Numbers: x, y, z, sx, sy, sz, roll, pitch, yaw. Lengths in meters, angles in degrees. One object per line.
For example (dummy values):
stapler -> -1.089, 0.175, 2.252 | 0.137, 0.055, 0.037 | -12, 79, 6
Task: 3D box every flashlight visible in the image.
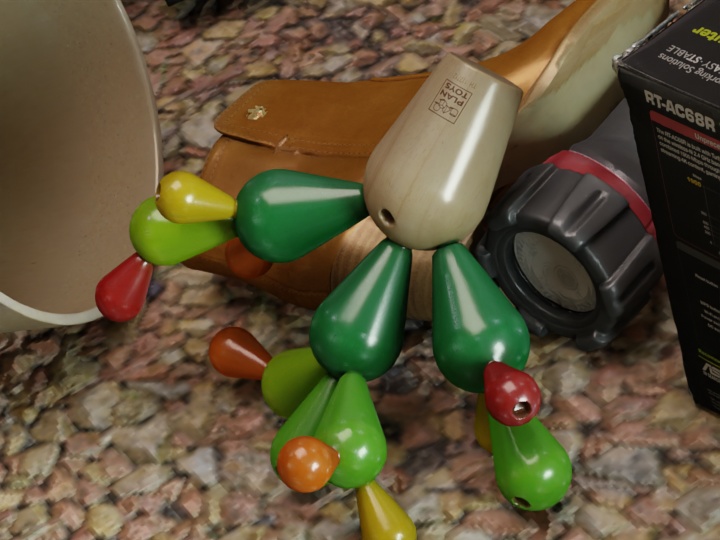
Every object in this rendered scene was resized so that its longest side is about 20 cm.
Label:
flashlight -> 0.125, -0.056, 0.953 | 0.068, 0.068, 0.200 | 35, 58, 16

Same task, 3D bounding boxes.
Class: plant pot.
plant pot -> -0.215, -0.048, 1.020 | 0.199, 0.188, 0.188 | -15, 36, 29

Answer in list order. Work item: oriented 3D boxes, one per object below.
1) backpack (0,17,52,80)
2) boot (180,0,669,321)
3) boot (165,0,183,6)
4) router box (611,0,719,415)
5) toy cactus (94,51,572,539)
backpack -> -0.196, -0.178, 1.156 | 0.134, 0.183, 0.200 | -21, 20, 26
boot -> 0.023, -0.065, 1.000 | 0.144, 0.071, 0.201 | 17, 55, 34
boot -> -0.005, -0.169, 1.144 | 0.199, 0.066, 0.165 | -14, 29, 2
router box -> 0.179, 0.007, 0.782 | 0.062, 0.150, 0.200 | -36, 41, -22
toy cactus -> 0.000, 0.000, 0.880 | 0.200, 0.102, 0.166 | 33, 101, 36
